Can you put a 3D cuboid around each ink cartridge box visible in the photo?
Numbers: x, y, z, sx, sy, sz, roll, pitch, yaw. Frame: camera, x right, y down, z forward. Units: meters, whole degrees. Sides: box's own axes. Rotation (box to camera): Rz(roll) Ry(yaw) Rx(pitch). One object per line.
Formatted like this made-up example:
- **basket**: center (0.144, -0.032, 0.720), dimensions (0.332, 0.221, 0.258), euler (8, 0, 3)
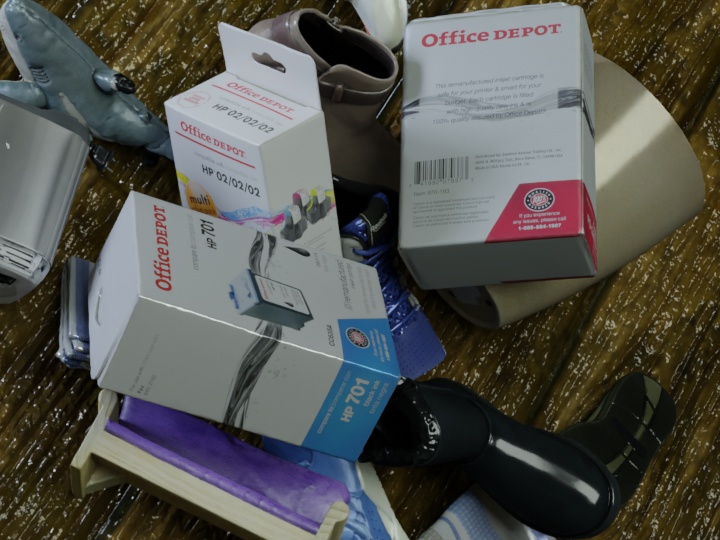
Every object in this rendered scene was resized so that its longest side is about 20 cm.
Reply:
- **ink cartridge box**: center (-0.084, 0.039, 1.595), dimensions (0.199, 0.086, 0.147), euler (19, 28, -20)
- **ink cartridge box**: center (0.108, -0.096, 1.749), dimensions (0.145, 0.083, 0.201), euler (-4, 65, 15)
- **ink cartridge box**: center (-0.081, -0.073, 1.691), dimensions (0.068, 0.115, 0.201), euler (-30, 128, -33)

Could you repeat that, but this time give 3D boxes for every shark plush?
- **shark plush**: center (-0.202, -0.129, 1.719), dimensions (0.200, 0.083, 0.091), euler (46, 57, -8)

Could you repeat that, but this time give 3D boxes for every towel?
- **towel**: center (0.104, 0.251, 1.755), dimensions (0.147, 0.024, 0.200), euler (59, 37, -4)
- **towel**: center (-0.130, 0.057, 1.668), dimensions (0.199, 0.024, 0.147), euler (19, 24, -17)

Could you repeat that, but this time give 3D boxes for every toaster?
- **toaster**: center (-0.285, -0.061, 1.634), dimensions (0.199, 0.114, 0.130), euler (22, 67, -24)

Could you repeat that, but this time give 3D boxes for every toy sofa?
- **toy sofa**: center (-0.105, 0.152, 1.634), dimensions (0.199, 0.083, 0.098), euler (26, 70, 4)

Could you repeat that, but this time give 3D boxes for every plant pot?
- **plant pot**: center (0.147, -0.050, 1.851), dimensions (0.200, 0.187, 0.187), euler (-42, 96, -19)

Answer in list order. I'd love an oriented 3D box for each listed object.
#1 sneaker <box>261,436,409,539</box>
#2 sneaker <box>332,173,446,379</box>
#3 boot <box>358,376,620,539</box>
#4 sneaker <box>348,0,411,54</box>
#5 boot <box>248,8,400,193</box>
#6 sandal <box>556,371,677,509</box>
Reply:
- **sneaker**: center (-0.036, 0.196, 1.703), dimensions (0.111, 0.077, 0.200), euler (-36, 99, -43)
- **sneaker**: center (0.000, -0.001, 1.770), dimensions (0.081, 0.115, 0.200), euler (-40, 95, -32)
- **boot**: center (0.084, 0.141, 1.706), dimensions (0.200, 0.077, 0.168), euler (33, 11, 26)
- **sneaker**: center (-0.027, -0.267, 1.886), dimensions (0.093, 0.070, 0.201), euler (-17, 84, -15)
- **boot**: center (-0.011, -0.134, 1.791), dimensions (0.199, 0.146, 0.071), euler (24, 62, -21)
- **sandal**: center (0.199, 0.155, 1.869), dimensions (0.080, 0.057, 0.201), euler (52, 42, 3)
